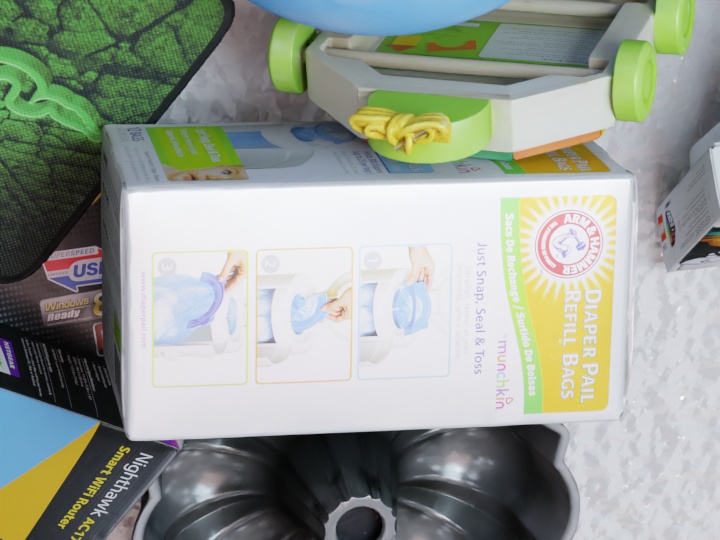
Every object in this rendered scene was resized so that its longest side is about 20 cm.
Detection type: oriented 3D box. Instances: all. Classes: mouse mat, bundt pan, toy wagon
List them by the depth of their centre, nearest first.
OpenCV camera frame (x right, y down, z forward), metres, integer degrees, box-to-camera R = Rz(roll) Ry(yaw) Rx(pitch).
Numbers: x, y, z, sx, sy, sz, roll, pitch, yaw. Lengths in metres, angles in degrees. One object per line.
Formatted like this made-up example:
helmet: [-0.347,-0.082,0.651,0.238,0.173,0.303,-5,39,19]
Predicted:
mouse mat: [-0.164,-0.085,1.087,0.200,0.008,0.161,27,111,-36]
toy wagon: [0.043,-0.083,1.113,0.155,0.200,0.040,6,119,18]
bundt pan: [-0.008,0.100,1.245,0.202,0.076,0.202,-5,113,-12]

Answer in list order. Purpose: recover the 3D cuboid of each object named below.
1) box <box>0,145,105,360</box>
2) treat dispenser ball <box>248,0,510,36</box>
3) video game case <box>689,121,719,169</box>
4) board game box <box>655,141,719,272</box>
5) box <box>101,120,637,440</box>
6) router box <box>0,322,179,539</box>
box: [-0.187,-0.006,1.177,0.200,0.044,0.160,-10,115,-9]
treat dispenser ball: [0.007,-0.191,1.061,0.201,0.201,0.201,-5,113,-11]
video game case: [0.253,-0.076,1.180,0.182,0.200,0.023,-5,79,-11]
board game box: [0.239,-0.037,1.214,0.200,0.126,0.035,-7,80,-5]
box: [0.000,0.000,1.110,0.200,0.113,0.102,-2,106,-9]
router box: [-0.194,0.105,1.176,0.149,0.051,0.200,21,122,-34]
